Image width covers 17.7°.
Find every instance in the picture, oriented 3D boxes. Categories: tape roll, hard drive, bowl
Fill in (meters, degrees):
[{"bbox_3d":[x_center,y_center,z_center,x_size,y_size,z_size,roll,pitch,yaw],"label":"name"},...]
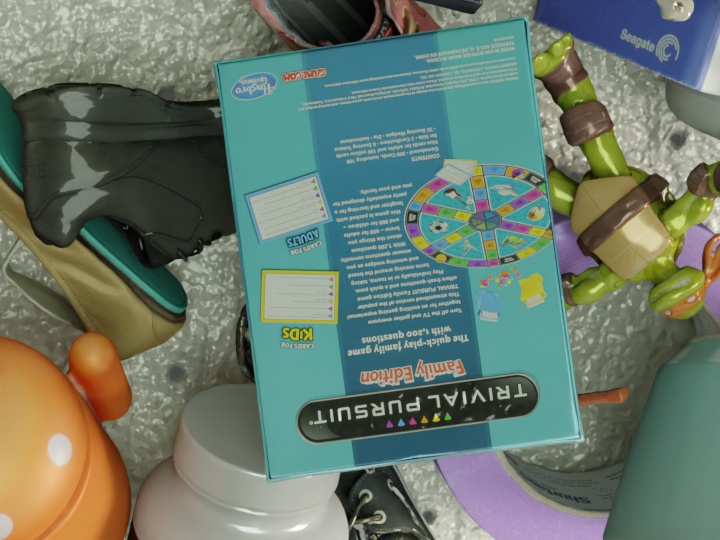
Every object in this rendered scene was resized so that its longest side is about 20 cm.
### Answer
[{"bbox_3d":[0.128,0.057,1.252,0.199,0.066,0.201,-2,105,-8],"label":"tape roll"},{"bbox_3d":[0.162,-0.202,1.155,0.025,0.132,0.201,8,105,-37],"label":"hard drive"},{"bbox_3d":[0.220,0.085,1.158,0.200,0.201,0.106,0,86,-9],"label":"bowl"}]

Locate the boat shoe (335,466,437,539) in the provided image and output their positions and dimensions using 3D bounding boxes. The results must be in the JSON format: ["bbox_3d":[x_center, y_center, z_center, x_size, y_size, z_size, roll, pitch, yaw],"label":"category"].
[{"bbox_3d":[0.005,0.141,1.257,0.069,0.057,0.200,-36,108,2],"label":"boat shoe"}]

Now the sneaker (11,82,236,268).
[{"bbox_3d":[-0.080,-0.046,1.167,0.199,0.076,0.091,1,91,-21],"label":"sneaker"}]

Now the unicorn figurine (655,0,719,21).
[{"bbox_3d":[0.210,-0.138,1.078,0.200,0.074,0.138,-35,92,-3],"label":"unicorn figurine"}]

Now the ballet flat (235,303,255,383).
[{"bbox_3d":[0.000,0.000,1.166,0.072,0.072,0.200,32,129,-16],"label":"ballet flat"}]

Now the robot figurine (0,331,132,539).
[{"bbox_3d":[-0.181,0.103,1.144,0.143,0.200,0.117,-10,67,3],"label":"robot figurine"}]

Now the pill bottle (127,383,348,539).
[{"bbox_3d":[-0.069,0.165,1.201,0.112,0.113,0.201,8,117,-12],"label":"pill bottle"}]

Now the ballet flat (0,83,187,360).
[{"bbox_3d":[-0.172,-0.028,1.180,0.063,0.069,0.200,-36,107,17],"label":"ballet flat"}]

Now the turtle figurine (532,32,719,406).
[{"bbox_3d":[0.132,-0.038,1.156,0.200,0.064,0.161,-40,87,28],"label":"turtle figurine"}]

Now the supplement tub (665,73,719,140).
[{"bbox_3d":[0.250,-0.154,1.173,0.144,0.145,0.201,14,102,-13],"label":"supplement tub"}]

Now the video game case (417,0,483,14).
[{"bbox_3d":[0.004,-0.235,1.126,0.142,0.019,0.201,13,72,-13],"label":"video game case"}]

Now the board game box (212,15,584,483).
[{"bbox_3d":[0.019,-0.009,1.099,0.150,0.047,0.201,-7,87,5],"label":"board game box"}]

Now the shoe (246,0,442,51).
[{"bbox_3d":[0.005,-0.112,1.171,0.200,0.091,0.071,43,95,-17],"label":"shoe"}]
